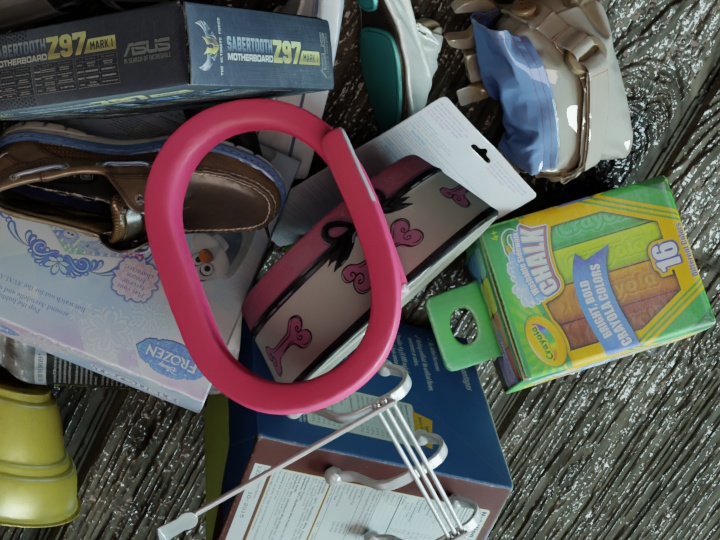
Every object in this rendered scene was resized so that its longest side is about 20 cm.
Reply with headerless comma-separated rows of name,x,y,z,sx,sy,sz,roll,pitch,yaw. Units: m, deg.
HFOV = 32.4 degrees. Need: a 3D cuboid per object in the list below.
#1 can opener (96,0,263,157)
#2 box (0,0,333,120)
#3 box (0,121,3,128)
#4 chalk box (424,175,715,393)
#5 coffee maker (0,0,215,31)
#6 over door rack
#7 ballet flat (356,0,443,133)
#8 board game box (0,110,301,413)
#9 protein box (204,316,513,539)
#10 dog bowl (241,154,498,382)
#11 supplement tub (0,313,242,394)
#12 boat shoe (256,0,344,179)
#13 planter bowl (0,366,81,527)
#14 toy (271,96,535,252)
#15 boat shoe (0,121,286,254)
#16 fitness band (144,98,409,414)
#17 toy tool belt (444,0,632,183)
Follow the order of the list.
can opener,-0.118,-0.147,0.892,0.078,0.063,0.201,-29,89,47
box,-0.140,-0.127,0.777,0.199,0.157,0.051,-3,96,30
box,-0.324,-0.106,0.828,0.160,0.200,0.049,14,112,-14
chalk box,0.154,0.021,0.985,0.199,0.124,0.125,-17,81,-4
coffee maker,-0.200,-0.248,0.790,0.199,0.135,0.193,-4,116,14
over door rack,-0.029,0.168,0.841,0.200,0.067,0.148,-35,121,-12
ballet flat,0.028,-0.194,0.928,0.069,0.070,0.201,-16,116,-2
board game box,-0.170,-0.027,0.892,0.199,0.043,0.200,23,67,-6
protein box,-0.011,0.139,0.991,0.199,0.199,0.135,14,119,-16
dog bowl,0.000,0.000,0.871,0.200,0.200,0.074,-42,85,11
supplement tub,-0.195,0.030,0.957,0.199,0.123,0.123,4,114,-12
boat shoe,-0.053,-0.154,0.910,0.065,0.074,0.201,9,124,-6
planter bowl,-0.295,0.114,0.952,0.200,0.200,0.084,22,95,-18
toy,0.022,-0.060,0.967,0.199,0.047,0.115,-31,124,29
boat shoe,-0.150,-0.046,0.832,0.199,0.073,0.073,5,130,-3
fitness band,-0.053,-0.011,0.766,0.143,0.037,0.201,-22,79,7
toy tool belt,0.122,-0.156,0.923,0.122,0.125,0.201,-24,120,-5
